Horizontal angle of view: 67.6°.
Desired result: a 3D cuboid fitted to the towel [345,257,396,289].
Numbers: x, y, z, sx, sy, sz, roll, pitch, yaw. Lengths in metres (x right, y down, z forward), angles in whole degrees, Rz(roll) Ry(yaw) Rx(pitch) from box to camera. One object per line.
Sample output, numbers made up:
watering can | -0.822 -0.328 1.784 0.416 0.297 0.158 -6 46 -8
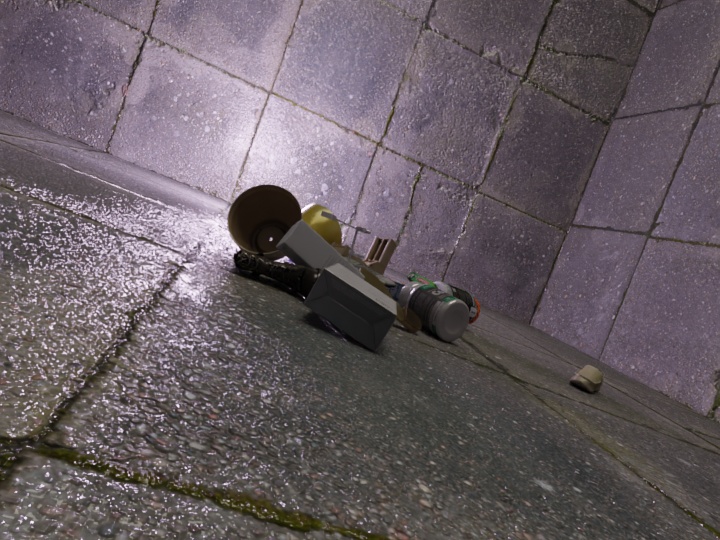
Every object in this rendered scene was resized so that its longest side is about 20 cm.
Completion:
towel | 0.000 0.000 1.579 0.190 0.035 0.199 31 10 20

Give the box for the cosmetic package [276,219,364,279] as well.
cosmetic package | -0.094 -0.020 1.252 0.199 0.072 0.101 42 -16 -13

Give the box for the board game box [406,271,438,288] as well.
board game box | 0.229 0.101 1.646 0.202 0.029 0.134 55 -12 -28

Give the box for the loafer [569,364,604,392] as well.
loafer | 0.696 0.326 1.643 0.075 0.070 0.198 25 5 35

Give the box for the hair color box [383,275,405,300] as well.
hair color box | 0.151 0.078 1.924 0.196 0.062 0.100 22 5 -17

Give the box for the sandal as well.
sandal | 0.053 0.091 1.316 0.211 0.070 0.078 42 27 -11

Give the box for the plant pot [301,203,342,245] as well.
plant pot | -0.181 -0.111 1.864 0.196 0.205 0.141 24 32 23

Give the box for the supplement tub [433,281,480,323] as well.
supplement tub | 0.321 0.120 1.874 0.197 0.125 0.122 19 5 -37

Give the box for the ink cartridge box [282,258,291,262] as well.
ink cartridge box | -0.116 -0.014 1.690 0.195 0.045 0.198 19 2 34

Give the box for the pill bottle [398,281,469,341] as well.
pill bottle | 0.194 0.105 1.465 0.111 0.116 0.199 19 6 -35

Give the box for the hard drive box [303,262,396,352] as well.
hard drive box | -0.011 0.062 1.021 0.154 0.078 0.200 33 5 2

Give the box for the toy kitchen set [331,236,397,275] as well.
toy kitchen set | -0.018 -0.074 1.849 0.161 0.183 0.200 8 -27 47

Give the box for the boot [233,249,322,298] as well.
boot | -0.183 0.003 1.147 0.171 0.071 0.199 20 -5 -26

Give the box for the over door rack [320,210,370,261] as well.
over door rack | -0.044 -0.052 1.386 0.065 0.152 0.198 16 0 32

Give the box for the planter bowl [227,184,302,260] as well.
planter bowl | -0.247 -0.107 1.447 0.196 0.204 0.135 22 -23 9
